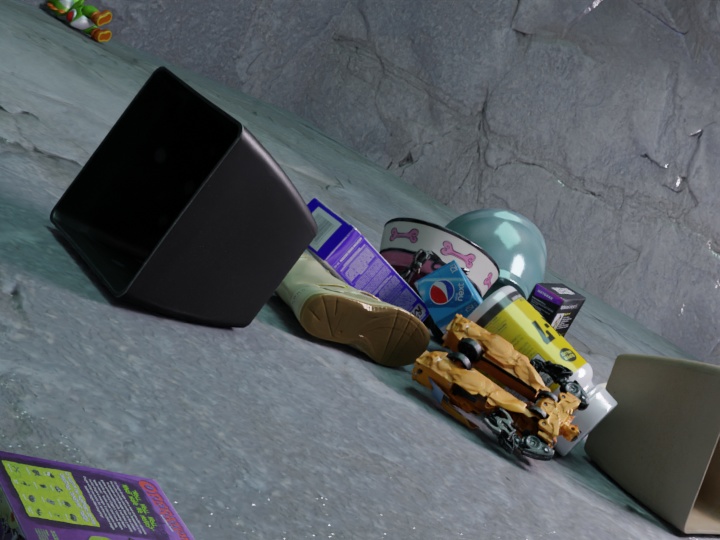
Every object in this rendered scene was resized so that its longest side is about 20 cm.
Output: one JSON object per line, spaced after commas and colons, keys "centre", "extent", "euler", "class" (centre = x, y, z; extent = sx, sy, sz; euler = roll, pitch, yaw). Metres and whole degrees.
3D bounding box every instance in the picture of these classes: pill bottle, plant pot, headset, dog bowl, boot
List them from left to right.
{"centre": [-0.166, -0.055, 1.225], "extent": [0.177, 0.200, 0.199], "euler": [37, 0, -42], "class": "plant pot"}
{"centre": [-0.022, 0.043, 1.449], "extent": [0.199, 0.073, 0.155], "euler": [18, 13, -37], "class": "boot"}
{"centre": [0.114, -0.001, 1.873], "extent": [0.199, 0.074, 0.200], "euler": [23, -18, 8], "class": "dog bowl"}
{"centre": [0.128, 0.052, 1.760], "extent": [0.200, 0.094, 0.123], "euler": [36, 3, -32], "class": "headset"}
{"centre": [0.223, 0.014, 2.027], "extent": [0.199, 0.201, 0.135], "euler": [26, 36, -17], "class": "plant pot"}
{"centre": [0.215, 0.126, 1.478], "extent": [0.200, 0.114, 0.114], "euler": [46, 14, 14], "class": "pill bottle"}
{"centre": [0.406, 0.205, 1.512], "extent": [0.176, 0.201, 0.199], "euler": [22, 3, 40], "class": "plant pot"}

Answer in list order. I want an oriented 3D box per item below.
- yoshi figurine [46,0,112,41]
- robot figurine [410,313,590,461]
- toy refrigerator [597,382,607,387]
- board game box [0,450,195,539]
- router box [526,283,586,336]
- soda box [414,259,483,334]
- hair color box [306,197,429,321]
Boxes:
{"centre": [-0.740, -0.689, 3.170], "extent": [0.199, 0.113, 0.112], "euler": [30, -7, 20], "class": "yoshi figurine"}
{"centre": [0.166, 0.141, 1.378], "extent": [0.199, 0.058, 0.145], "euler": [34, 51, 15], "class": "robot figurine"}
{"centre": [0.415, 0.237, 1.692], "extent": [0.199, 0.070, 0.076], "euler": [33, 10, 22], "class": "toy refrigerator"}
{"centre": [-0.122, 0.166, 0.619], "extent": [0.119, 0.032, 0.200], "euler": [16, 16, -39], "class": "board game box"}
{"centre": [0.264, 0.094, 1.767], "extent": [0.051, 0.150, 0.200], "euler": [32, 9, 17], "class": "router box"}
{"centre": [0.139, 0.062, 1.606], "extent": [0.068, 0.064, 0.200], "euler": [64, 8, 28], "class": "soda box"}
{"centre": [0.000, 0.000, 1.579], "extent": [0.109, 0.065, 0.200], "euler": [39, -7, 49], "class": "hair color box"}
